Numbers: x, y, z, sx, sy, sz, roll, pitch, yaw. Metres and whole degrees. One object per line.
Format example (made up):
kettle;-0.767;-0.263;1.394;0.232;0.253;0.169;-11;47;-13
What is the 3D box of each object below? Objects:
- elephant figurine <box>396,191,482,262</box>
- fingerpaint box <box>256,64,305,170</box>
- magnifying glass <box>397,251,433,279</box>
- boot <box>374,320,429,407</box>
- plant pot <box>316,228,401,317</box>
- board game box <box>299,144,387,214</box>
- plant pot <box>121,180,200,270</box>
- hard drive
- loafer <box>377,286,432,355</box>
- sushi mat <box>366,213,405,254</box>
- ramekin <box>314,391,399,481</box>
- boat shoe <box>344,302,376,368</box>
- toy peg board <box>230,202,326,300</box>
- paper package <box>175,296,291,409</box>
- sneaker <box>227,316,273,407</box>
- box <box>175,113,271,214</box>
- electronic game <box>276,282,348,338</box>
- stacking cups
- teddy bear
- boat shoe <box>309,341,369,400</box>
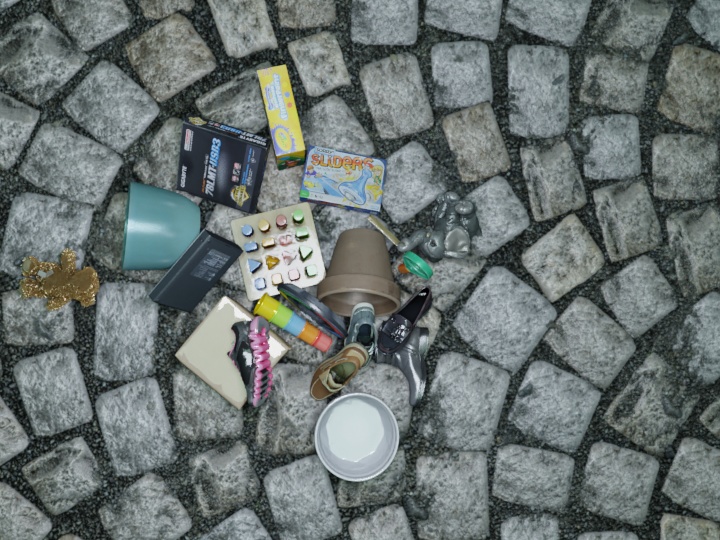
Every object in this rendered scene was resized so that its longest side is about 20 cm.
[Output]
elephant figurine;0.194;-0.075;1.685;0.154;0.142;0.201;26;70;12
fingerpaint box;-0.184;-0.356;1.656;0.073;0.167;0.202;-13;87;-6
magnifying glass;0.120;-0.008;1.646;0.080;0.200;0.022;42;83;-5
boot;0.094;0.227;1.703;0.130;0.070;0.202;5;74;-2
plant pot;0.000;0.000;1.654;0.198;0.200;0.176;6;70;-5
board game box;-0.041;-0.221;1.718;0.198;0.034;0.137;9;77;-5
plant pot;-0.455;-0.095;1.608;0.159;0.200;0.203;5;86;-21
hard drive;-0.375;0.005;1.613;0.200;0.139;0.033;-48;64;6
loafer;0.106;0.113;1.673;0.072;0.063;0.200;33;59;16
sushi mat;0.092;-0.064;1.701;0.200;0.096;0.012;43;98;-1
ramekin;-0.012;0.386;1.659;0.198;0.105;0.203;0;86;-5
boat shoe;0.003;0.168;1.642;0.072;0.062;0.201;-2;130;-9
toy peg board;-0.195;-0.049;1.672;0.197;0.098;0.202;-14;88;-6
paper package;-0.296;0.189;1.646;0.200;0.103;0.191;40;84;-3
sneaker;-0.252;0.204;1.572;0.094;0.079;0.202;-3;87;17
box;-0.322;-0.245;1.634;0.197;0.201;0.050;17;42;-6
electronic game;-0.111;0.094;1.619;0.199;0.200;0.042;38;79;-2
stacking cups;-0.155;0.125;1.672;0.199;0.060;0.061;31;84;-14
teddy bear;-0.705;0.025;1.645;0.198;0.067;0.147;-10;78;1
boat shoe;-0.060;0.243;1.633;0.075;0.074;0.200;39;124;-3
